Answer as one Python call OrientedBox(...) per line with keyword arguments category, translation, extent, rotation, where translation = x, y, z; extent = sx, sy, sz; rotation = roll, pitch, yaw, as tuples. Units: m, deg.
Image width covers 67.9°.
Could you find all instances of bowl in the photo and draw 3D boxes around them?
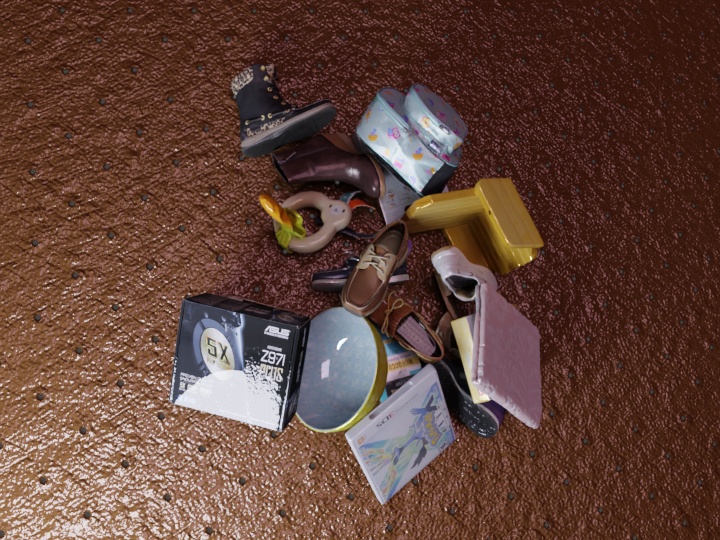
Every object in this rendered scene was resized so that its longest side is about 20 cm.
OrientedBox(category="bowl", translation=(-0.022, 0.176, 0.918), extent=(0.107, 0.195, 0.207), rotation=(26, 67, -48))

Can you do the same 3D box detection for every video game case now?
OrientedBox(category="video game case", translation=(0.076, 0.280, 0.904), extent=(0.180, 0.022, 0.204), rotation=(-35, 130, -17))

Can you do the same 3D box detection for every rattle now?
OrientedBox(category="rattle", translation=(-0.073, -0.128, 0.964), extent=(0.194, 0.146, 0.132), rotation=(-17, 42, -1))

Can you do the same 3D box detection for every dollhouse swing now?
OrientedBox(category="dollhouse swing", translation=(0.188, -0.055, 0.985), extent=(0.172, 0.200, 0.186), rotation=(-25, 83, -18))

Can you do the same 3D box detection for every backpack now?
OrientedBox(category="backpack", translation=(0.095, -0.248, 0.974), extent=(0.197, 0.155, 0.177), rotation=(33, 30, 0))

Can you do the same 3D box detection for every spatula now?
OrientedBox(category="spatula", translation=(0.003, -0.070, 1.019), extent=(0.193, 0.021, 0.057), rotation=(16, 43, 8))

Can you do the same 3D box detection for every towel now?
OrientedBox(category="towel", translation=(0.258, 0.149, 0.941), extent=(0.198, 0.032, 0.196), rotation=(36, 49, -33))

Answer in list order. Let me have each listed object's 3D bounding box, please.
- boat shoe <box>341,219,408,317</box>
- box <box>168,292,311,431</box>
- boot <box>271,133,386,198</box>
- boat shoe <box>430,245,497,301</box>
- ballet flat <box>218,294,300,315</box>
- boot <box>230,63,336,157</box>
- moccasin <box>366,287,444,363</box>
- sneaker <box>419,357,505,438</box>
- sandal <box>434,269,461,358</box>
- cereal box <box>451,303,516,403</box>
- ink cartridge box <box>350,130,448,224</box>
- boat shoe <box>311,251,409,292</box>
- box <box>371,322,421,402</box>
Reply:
OrientedBox(category="boat shoe", translation=(0.027, -0.013, 0.910), extent=(0.074, 0.075, 0.202), rotation=(22, 50, 11))
OrientedBox(category="box", translation=(-0.190, 0.142, 0.857), extent=(0.193, 0.086, 0.170), rotation=(12, 96, 7))
OrientedBox(category="boot", translation=(-0.060, -0.179, 0.994), extent=(0.162, 0.074, 0.201), rotation=(-22, 51, -22))
OrientedBox(category="boat shoe", translation=(0.198, 0.026, 0.996), extent=(0.197, 0.070, 0.071), rotation=(27, 43, -42))
OrientedBox(category="ballet flat", translation=(-0.190, 0.077, 0.935), extent=(0.193, 0.067, 0.071), rotation=(8, 72, -11))
OrientedBox(category="boot", translation=(-0.153, -0.319, 1.013), extent=(0.195, 0.073, 0.155), rotation=(-22, 77, 14))
OrientedBox(category="moccasin", translation=(0.064, 0.087, 0.932), extent=(0.074, 0.078, 0.202), rotation=(-44, 88, -7))
OrientedBox(category="sneaker", translation=(0.188, 0.212, 1.004), extent=(0.200, 0.076, 0.087), rotation=(46, 42, 8))
OrientedBox(category="sandal", translation=(0.165, 0.105, 1.025), extent=(0.068, 0.077, 0.218), rotation=(-22, 73, 17))
OrientedBox(category="cereal box", translation=(0.250, 0.147, 0.987), extent=(0.197, 0.039, 0.149), rotation=(-7, 78, -49))
OrientedBox(category="ink cartridge box", translation=(0.085, -0.201, 1.084), extent=(0.158, 0.050, 0.207), rotation=(-18, 91, -17))
OrientedBox(category="boat shoe", translation=(0.000, 0.000, 0.994), extent=(0.193, 0.075, 0.064), rotation=(-6, 79, -16))
OrientedBox(category="box", translation=(0.067, 0.180, 0.981), extent=(0.080, 0.049, 0.207), rotation=(-12, 80, -15))
